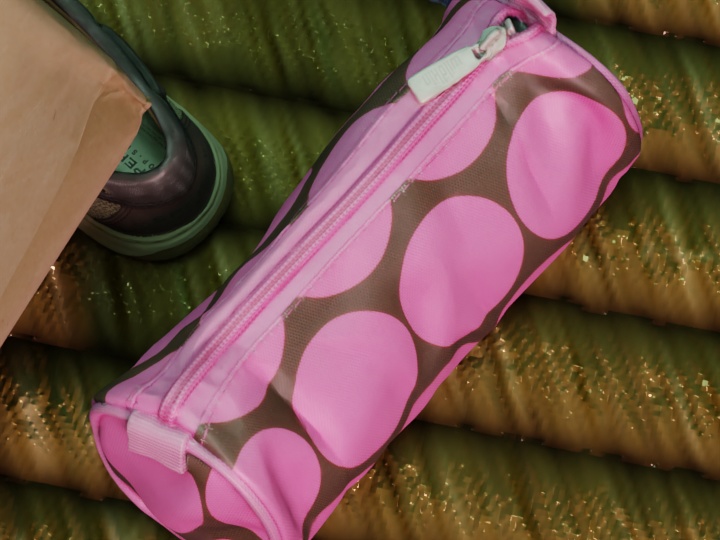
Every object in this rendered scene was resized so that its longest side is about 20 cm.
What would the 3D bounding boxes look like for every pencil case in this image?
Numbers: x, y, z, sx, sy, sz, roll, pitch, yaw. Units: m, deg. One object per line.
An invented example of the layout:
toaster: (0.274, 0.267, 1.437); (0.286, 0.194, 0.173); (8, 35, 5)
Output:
pencil case: (0.000, 0.000, 0.838); (0.091, 0.094, 0.200); (35, 74, 14)

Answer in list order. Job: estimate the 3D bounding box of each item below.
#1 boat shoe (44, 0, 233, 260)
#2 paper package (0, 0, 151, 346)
boat shoe: (-0.129, -0.079, 0.886); (0.201, 0.066, 0.072); (35, 74, 14)
paper package: (-0.199, -0.014, 0.787); (0.190, 0.103, 0.200); (22, 75, 35)
